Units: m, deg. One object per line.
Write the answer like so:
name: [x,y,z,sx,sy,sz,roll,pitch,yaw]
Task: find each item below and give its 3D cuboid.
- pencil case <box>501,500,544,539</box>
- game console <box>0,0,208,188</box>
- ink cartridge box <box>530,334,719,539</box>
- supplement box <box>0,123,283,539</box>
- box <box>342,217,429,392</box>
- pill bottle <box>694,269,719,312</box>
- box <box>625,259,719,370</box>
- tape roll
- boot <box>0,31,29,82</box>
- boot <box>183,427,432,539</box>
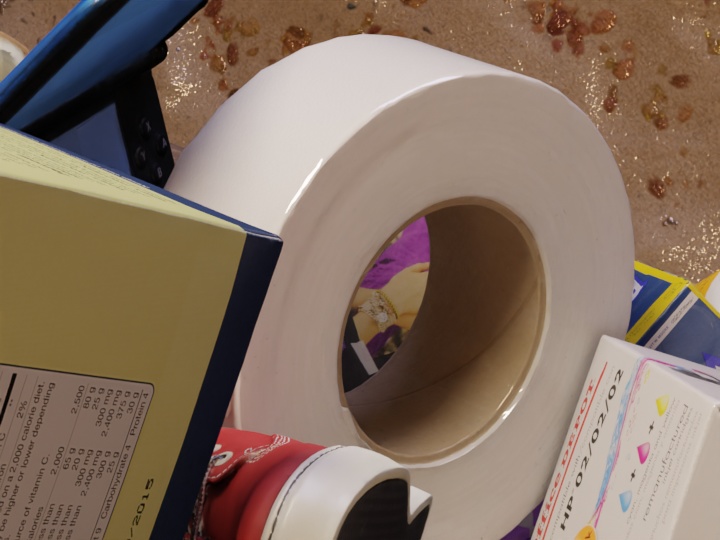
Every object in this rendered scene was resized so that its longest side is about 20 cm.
pencil case: [0.077,0.086,1.213,0.086,0.084,0.200,57,12,7]
game console: [-0.081,-0.041,0.990,0.118,0.171,0.200,-6,16,24]
ink cartridge box: [0.115,0.094,0.976,0.068,0.115,0.200,19,4,-10]
supplement box: [-0.170,0.011,0.689,0.200,0.134,0.200,21,5,33]
box: [0.000,0.000,1.181,0.200,0.106,0.122,-10,2,-3]
pill bottle: [0.197,0.055,1.311,0.113,0.113,0.200,17,-28,-23]
box: [0.171,0.087,1.127,0.200,0.070,0.064,43,-6,-20]
tape roll: [0.010,0.014,0.995,0.202,0.203,0.071,14,6,-44]
boot: [-0.207,-0.053,1.086,0.200,0.066,0.175,-21,3,39]
boot: [-0.058,0.075,0.827,0.144,0.072,0.200,19,-4,6]
